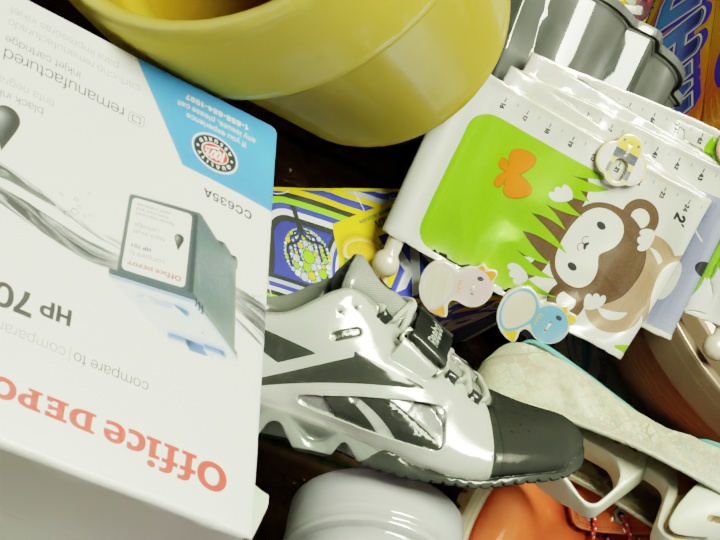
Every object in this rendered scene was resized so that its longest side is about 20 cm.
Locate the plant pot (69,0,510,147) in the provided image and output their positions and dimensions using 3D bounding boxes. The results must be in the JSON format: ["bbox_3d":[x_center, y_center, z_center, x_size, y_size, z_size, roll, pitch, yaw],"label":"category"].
[{"bbox_3d":[-0.019,-0.152,0.893,0.189,0.199,0.202,43,32,-58],"label":"plant pot"}]

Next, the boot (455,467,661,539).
[{"bbox_3d":[0.115,0.129,0.995,0.107,0.076,0.199,27,33,29],"label":"boot"}]

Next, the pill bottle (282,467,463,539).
[{"bbox_3d":[-0.005,0.189,0.846,0.112,0.112,0.201,30,46,-24],"label":"pill bottle"}]

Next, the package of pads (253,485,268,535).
[{"bbox_3d":[-0.139,0.122,0.801,0.154,0.068,0.201,41,42,-14],"label":"package of pads"}]

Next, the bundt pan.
[{"bbox_3d":[0.069,-0.095,1.061,0.201,0.201,0.076,28,74,-26],"label":"bundt pan"}]

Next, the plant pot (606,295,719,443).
[{"bbox_3d":[0.201,0.031,1.102,0.200,0.093,0.202,22,50,-29],"label":"plant pot"}]

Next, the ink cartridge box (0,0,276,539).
[{"bbox_3d":[-0.116,0.012,0.782,0.146,0.086,0.201,25,47,-30],"label":"ink cartridge box"}]

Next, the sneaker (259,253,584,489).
[{"bbox_3d":[0.012,0.042,0.890,0.198,0.089,0.074,13,7,-9],"label":"sneaker"}]

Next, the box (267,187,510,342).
[{"bbox_3d":[0.000,0.000,1.010,0.199,0.070,0.065,-2,69,-43],"label":"box"}]

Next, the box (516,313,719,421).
[{"bbox_3d":[0.156,0.044,1.151,0.199,0.041,0.120,24,49,-26],"label":"box"}]

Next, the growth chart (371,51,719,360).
[{"bbox_3d":[0.114,-0.029,0.978,0.198,0.018,0.146,16,93,-11],"label":"growth chart"}]

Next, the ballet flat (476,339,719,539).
[{"bbox_3d":[0.137,0.106,0.950,0.199,0.068,0.062,28,52,15],"label":"ballet flat"}]

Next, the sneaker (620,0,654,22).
[{"bbox_3d":[0.157,-0.182,1.264,0.075,0.090,0.201,25,48,-28],"label":"sneaker"}]

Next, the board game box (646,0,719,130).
[{"bbox_3d":[0.292,-0.098,1.249,0.199,0.200,0.201,35,44,-19],"label":"board game box"}]
